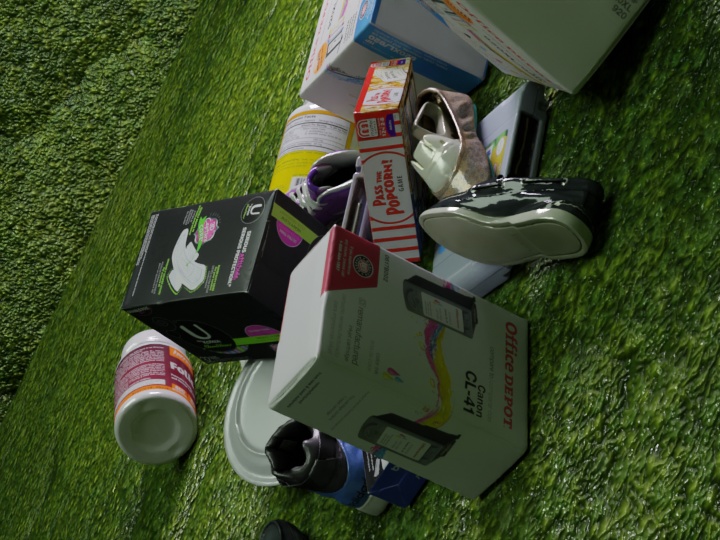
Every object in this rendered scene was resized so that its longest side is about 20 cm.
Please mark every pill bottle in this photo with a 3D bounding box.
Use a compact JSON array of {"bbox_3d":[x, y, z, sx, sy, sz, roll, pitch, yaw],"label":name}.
[{"bbox_3d":[-0.047,-0.121,1.998,0.109,0.108,0.202,-40,32,55],"label":"pill bottle"},{"bbox_3d":[-0.285,0.171,2.329,0.115,0.113,0.200,-60,19,20],"label":"pill bottle"}]

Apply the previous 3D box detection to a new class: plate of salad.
[{"bbox_3d":[-0.069,0.141,1.809,0.199,0.048,0.202,-26,47,31],"label":"plate of salad"}]

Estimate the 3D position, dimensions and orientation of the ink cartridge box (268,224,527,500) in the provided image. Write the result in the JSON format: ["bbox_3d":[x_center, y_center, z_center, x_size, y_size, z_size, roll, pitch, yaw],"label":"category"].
[{"bbox_3d":[0.035,0.075,1.367,0.086,0.198,0.149,-49,25,41],"label":"ink cartridge box"}]

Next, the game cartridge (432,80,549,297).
[{"bbox_3d":[0.118,-0.067,1.572,0.133,0.040,0.202,135,153,-57],"label":"game cartridge"}]

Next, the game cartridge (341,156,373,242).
[{"bbox_3d":[0.000,0.000,1.739,0.130,0.038,0.202,71,-153,-56],"label":"game cartridge"}]

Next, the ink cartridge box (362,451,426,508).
[{"bbox_3d":[0.038,0.119,1.561,0.094,0.044,0.201,-57,20,24],"label":"ink cartridge box"}]

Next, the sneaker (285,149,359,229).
[{"bbox_3d":[-0.057,-0.080,1.840,0.199,0.114,0.073,-29,70,20],"label":"sneaker"}]

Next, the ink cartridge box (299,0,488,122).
[{"bbox_3d":[0.045,-0.259,1.837,0.200,0.143,0.149,-36,36,60],"label":"ink cartridge box"}]

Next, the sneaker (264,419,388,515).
[{"bbox_3d":[-0.040,0.167,1.619,0.077,0.110,0.200,-64,18,9],"label":"sneaker"}]

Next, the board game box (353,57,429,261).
[{"bbox_3d":[0.035,-0.112,1.659,0.200,0.046,0.153,-75,-23,-69],"label":"board game box"}]

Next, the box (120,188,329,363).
[{"bbox_3d":[-0.129,0.011,1.806,0.198,0.148,0.126,-7,58,42],"label":"box"}]

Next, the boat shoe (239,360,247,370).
[{"bbox_3d":[-0.068,0.075,1.901,0.200,0.070,0.070,-43,48,40],"label":"boat shoe"}]

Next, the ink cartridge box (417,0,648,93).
[{"bbox_3d":[0.148,-0.263,1.477,0.145,0.147,0.200,-53,17,2],"label":"ink cartridge box"}]

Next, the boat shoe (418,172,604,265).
[{"bbox_3d":[0.130,-0.052,1.425,0.199,0.074,0.066,-5,49,57],"label":"boat shoe"}]

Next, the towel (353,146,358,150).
[{"bbox_3d":[0.027,-0.141,1.854,0.200,0.085,0.018,-34,70,60],"label":"towel"}]

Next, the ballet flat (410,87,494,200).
[{"bbox_3d":[0.079,-0.111,1.576,0.068,0.067,0.201,-58,19,25],"label":"ballet flat"}]

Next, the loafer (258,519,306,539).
[{"bbox_3d":[-0.087,0.312,1.647,0.068,0.070,0.201,-58,20,24],"label":"loafer"}]
